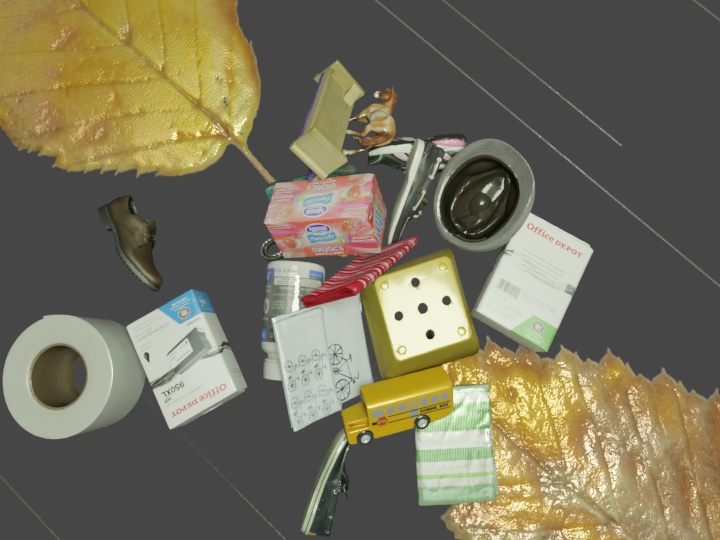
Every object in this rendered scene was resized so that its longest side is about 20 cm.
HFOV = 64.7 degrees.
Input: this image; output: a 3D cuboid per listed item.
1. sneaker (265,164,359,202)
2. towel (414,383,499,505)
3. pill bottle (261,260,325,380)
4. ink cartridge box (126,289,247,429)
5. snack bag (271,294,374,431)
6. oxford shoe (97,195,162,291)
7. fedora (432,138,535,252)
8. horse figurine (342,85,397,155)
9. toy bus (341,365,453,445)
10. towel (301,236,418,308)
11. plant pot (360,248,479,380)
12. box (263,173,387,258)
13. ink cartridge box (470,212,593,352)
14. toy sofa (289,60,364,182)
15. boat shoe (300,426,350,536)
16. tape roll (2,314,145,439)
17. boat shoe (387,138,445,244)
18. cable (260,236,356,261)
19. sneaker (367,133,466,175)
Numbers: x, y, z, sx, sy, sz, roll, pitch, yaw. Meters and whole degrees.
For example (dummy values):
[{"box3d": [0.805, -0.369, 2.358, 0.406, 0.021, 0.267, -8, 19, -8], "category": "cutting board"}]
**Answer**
[{"box3d": [-0.086, -0.160, 1.093, 0.192, 0.079, 0.094, 2, 52, 13], "category": "sneaker"}, {"box3d": [0.172, 0.316, 1.038, 0.146, 0.023, 0.209, -4, 84, 3], "category": "towel"}, {"box3d": [-0.123, 0.093, 1.033, 0.109, 0.114, 0.209, 3, 82, 3], "category": "pill bottle"}, {"box3d": [-0.316, 0.162, 1.047, 0.141, 0.084, 0.205, -27, 83, -1], "category": "ink cartridge box"}, {"box3d": [-0.057, 0.154, 0.998, 0.195, 0.021, 0.196, -14, 97, -38], "category": "snack bag"}, {"box3d": [-0.423, -0.056, 1.087, 0.083, 0.073, 0.204, -30, 82, -4], "category": "oxford shoe"}, {"box3d": [0.226, -0.133, 1.047, 0.175, 0.090, 0.203, 38, 107, 12], "category": "fedora"}, {"box3d": [0.020, -0.275, 1.068, 0.127, 0.051, 0.203, -12, 38, 2], "category": "horse figurine"}, {"box3d": [0.062, 0.234, 0.988, 0.192, 0.065, 0.081, -12, 118, -8], "category": "toy bus"}, {"box3d": [0.000, 0.000, 0.982, 0.199, 0.142, 0.023, -39, 106, -43], "category": "towel"}, {"box3d": [0.103, 0.073, 0.994, 0.193, 0.176, 0.207, -16, 83, 1], "category": "plant pot"}, {"box3d": [-0.059, -0.095, 1.009, 0.192, 0.104, 0.097, -2, 53, 18], "category": "box"}, {"box3d": [0.309, 0.022, 1.036, 0.143, 0.084, 0.205, 28, 84, 6], "category": "ink cartridge box"}, {"box3d": [-0.065, -0.260, 0.998, 0.096, 0.082, 0.205, -23, 42, 38], "category": "toy sofa"}, {"box3d": [-0.047, 0.377, 1.016, 0.060, 0.075, 0.207, 20, 87, -3], "category": "boat shoe"}, {"box3d": [-0.508, 0.188, 1.026, 0.194, 0.139, 0.212, 0, 82, 3], "category": "tape roll"}, {"box3d": [0.099, -0.136, 1.048, 0.058, 0.074, 0.206, 15, 111, -7], "category": "boat shoe"}, {"box3d": [-0.098, -0.070, 1.085, 0.192, 0.050, 0.101, -3, 77, 2], "category": "cable"}, {"box3d": [0.105, -0.204, 1.082, 0.192, 0.081, 0.090, 0, 111, 15], "category": "sneaker"}]
